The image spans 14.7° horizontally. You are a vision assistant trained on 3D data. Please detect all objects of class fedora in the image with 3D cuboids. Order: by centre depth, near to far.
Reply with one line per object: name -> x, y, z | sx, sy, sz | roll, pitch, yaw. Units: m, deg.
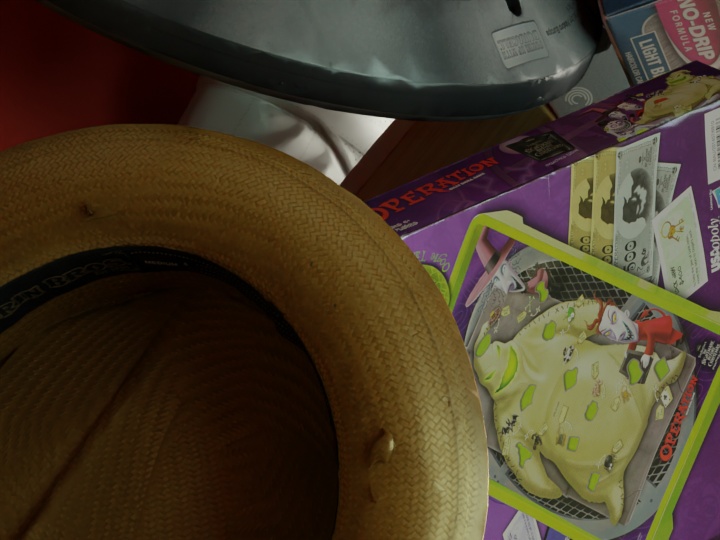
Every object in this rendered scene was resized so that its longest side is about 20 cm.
fedora -> -0.058, 0.066, 0.687 | 0.082, 0.199, 0.202 | 45, 44, -71

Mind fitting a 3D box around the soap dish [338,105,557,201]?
soap dish -> 0.025, 0.061, 0.798 | 0.200, 0.081, 0.157 | -51, 131, -9

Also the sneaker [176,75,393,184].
sneaker -> 0.000, 0.000, 0.872 | 0.200, 0.073, 0.116 | 47, 61, -42

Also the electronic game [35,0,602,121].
electronic game -> -0.028, -0.095, 0.763 | 0.200, 0.199, 0.042 | -22, 137, -54

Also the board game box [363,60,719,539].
board game box -> 0.060, 0.056, 0.750 | 0.120, 0.032, 0.201 | -25, 123, -31

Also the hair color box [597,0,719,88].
hair color box -> 0.094, -0.123, 0.832 | 0.100, 0.060, 0.201 | 59, 17, -48

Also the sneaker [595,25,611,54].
sneaker -> 0.009, -0.155, 0.873 | 0.060, 0.104, 0.201 | -46, 121, -65

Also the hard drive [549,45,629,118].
hard drive -> 0.067, -0.167, 1.015 | 0.201, 0.042, 0.135 | 59, 41, -26
